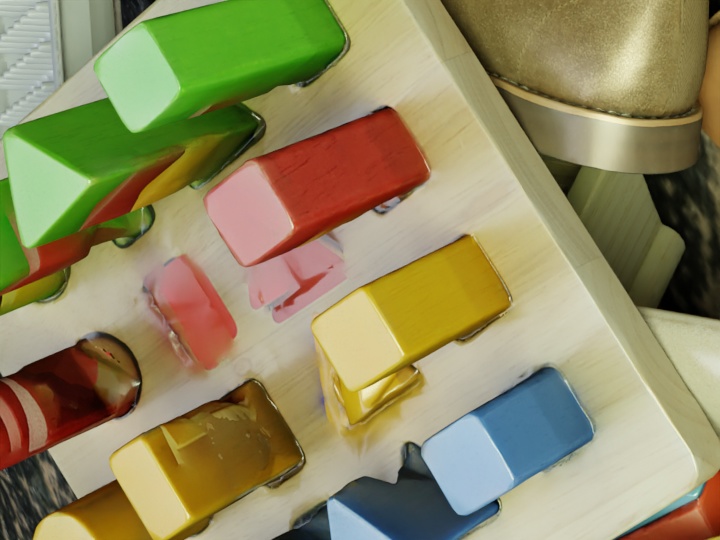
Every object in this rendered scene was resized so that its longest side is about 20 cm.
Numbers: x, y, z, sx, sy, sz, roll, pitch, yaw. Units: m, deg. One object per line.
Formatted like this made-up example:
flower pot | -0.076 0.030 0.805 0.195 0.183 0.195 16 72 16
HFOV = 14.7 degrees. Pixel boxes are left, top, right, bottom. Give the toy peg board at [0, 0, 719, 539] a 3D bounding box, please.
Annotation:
toy peg board | -0.041 0.027 0.787 0.200 0.098 0.200 -37 82 36

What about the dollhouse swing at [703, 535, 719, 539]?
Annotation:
dollhouse swing | 0.142 0.166 0.732 0.182 0.175 0.201 -130 20 -64

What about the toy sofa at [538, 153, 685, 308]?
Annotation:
toy sofa | 0.000 0.000 0.915 0.199 0.083 0.098 10 147 31

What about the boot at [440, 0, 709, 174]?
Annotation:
boot | 0.023 -0.092 0.824 0.199 0.073 0.076 22 113 38

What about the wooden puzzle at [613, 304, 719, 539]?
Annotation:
wooden puzzle | 0.064 0.078 0.858 0.184 0.037 0.200 10 146 32

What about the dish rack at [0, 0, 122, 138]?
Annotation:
dish rack | -0.114 -0.070 1.062 0.172 0.043 0.201 167 100 -72

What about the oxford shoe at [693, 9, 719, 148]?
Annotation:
oxford shoe | 0.143 -0.014 0.738 0.200 0.071 0.072 41 147 43
